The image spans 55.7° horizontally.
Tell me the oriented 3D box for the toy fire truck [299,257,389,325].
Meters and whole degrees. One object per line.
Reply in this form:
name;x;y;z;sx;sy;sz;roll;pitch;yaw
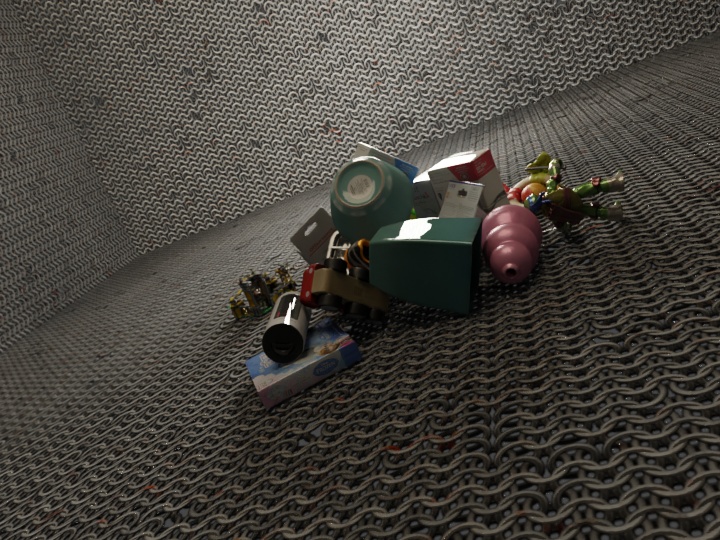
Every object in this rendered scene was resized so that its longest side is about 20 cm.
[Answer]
toy fire truck;-0.058;0.038;1.401;0.175;0.130;0.199;20;-21;-37

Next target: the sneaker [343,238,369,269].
sneaker;0.063;-0.008;1.430;0.077;0.198;0.079;120;167;-62

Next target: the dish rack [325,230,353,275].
dish rack;0.000;0.000;1.522;0.169;0.044;0.202;1;61;22

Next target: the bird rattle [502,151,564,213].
bird rattle;0.411;-0.195;1.679;0.198;0.113;0.164;-26;31;2

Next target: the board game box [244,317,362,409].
board game box;-0.116;0.172;1.310;0.197;0.044;0.200;-28;15;-12

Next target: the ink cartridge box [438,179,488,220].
ink cartridge box;0.211;-0.092;1.487;0.040;0.202;0.200;18;6;-16

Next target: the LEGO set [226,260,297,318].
LEGO set;-0.275;0.038;1.851;0.199;0.117;0.153;-32;17;-30

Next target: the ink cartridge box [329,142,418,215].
ink cartridge box;0.032;-0.189;1.667;0.144;0.202;0.084;18;11;-27

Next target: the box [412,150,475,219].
box;0.233;-0.183;1.739;0.199;0.178;0.096;-35;20;-36

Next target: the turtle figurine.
turtle figurine;0.431;-0.154;1.398;0.191;0.146;0.200;-1;-7;11

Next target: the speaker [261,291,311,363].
speaker;-0.141;0.108;1.331;0.080;0.082;0.200;-21;14;6

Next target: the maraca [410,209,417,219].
maraca;0.100;-0.117;1.816;0.199;0.137;0.108;-18;39;51

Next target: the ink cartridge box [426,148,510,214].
ink cartridge box;0.263;-0.169;1.603;0.083;0.202;0.146;-36;20;-35

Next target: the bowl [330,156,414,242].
bowl;0.012;-0.170;1.509;0.199;0.203;0.105;-21;-25;9

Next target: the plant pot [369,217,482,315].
plant pot;0.121;-0.020;1.293;0.197;0.143;0.141;6;24;16

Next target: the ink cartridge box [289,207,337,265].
ink cartridge box;-0.073;-0.046;1.633;0.116;0.200;0.067;-45;18;-7

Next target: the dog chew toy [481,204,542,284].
dog chew toy;0.289;-0.044;1.311;0.123;0.126;0.201;-17;24;21
